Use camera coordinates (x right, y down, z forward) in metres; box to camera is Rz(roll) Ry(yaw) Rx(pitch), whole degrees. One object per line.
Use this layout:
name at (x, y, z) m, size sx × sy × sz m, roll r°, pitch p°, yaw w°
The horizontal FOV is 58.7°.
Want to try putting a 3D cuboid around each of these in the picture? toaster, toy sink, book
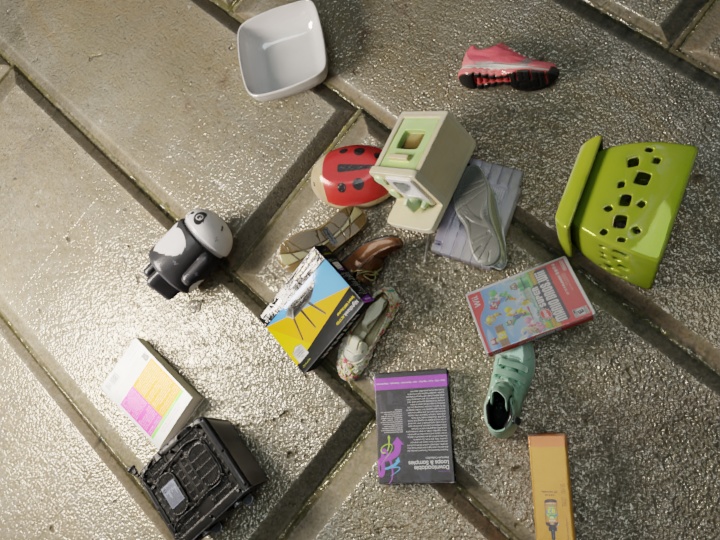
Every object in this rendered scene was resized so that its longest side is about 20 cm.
toaster at (-0.306, 0.393, 1.222) m, size 0.181 × 0.119 × 0.200 m, roll -42°, pitch 71°, yaw 2°
toy sink at (0.106, -0.191, 1.218) m, size 0.130 × 0.112 × 0.202 m, roll 16°, pitch 76°, yaw 49°
book at (-0.438, 0.254, 1.333) m, size 0.199 × 0.048 × 0.134 m, roll 38°, pitch 91°, yaw 21°

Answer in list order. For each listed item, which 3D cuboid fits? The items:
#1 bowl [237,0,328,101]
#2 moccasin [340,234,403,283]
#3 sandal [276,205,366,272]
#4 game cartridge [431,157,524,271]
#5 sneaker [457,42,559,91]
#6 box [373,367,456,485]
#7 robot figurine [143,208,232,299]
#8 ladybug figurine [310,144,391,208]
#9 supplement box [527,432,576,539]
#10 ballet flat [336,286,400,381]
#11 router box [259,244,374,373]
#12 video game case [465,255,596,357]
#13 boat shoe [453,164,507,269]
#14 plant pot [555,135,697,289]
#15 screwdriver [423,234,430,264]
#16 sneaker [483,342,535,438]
bowl at (-0.165, -0.472, 1.413) m, size 0.197 × 0.075 × 0.203 m, roll -14°, pitch 73°, yaw 11°
moccasin at (0.000, 0.000, 1.255) m, size 0.200 × 0.074 × 0.078 m, roll -32°, pitch 73°, yaw 7°
sandal at (-0.074, -0.059, 1.302) m, size 0.198 × 0.054 × 0.081 m, roll -33°, pitch 80°, yaw -1°
game cartridge at (0.229, -0.111, 1.240) m, size 0.128 × 0.038 × 0.203 m, roll 19°, pitch 83°, yaw 15°
sneaker at (0.295, -0.414, 1.271) m, size 0.197 × 0.074 × 0.088 m, roll 7°, pitch 78°, yaw 17°
box at (0.099, 0.287, 1.180) m, size 0.141 × 0.036 × 0.203 m, roll -6°, pitch 74°, yaw 15°
robot figurine at (-0.360, -0.037, 1.336) m, size 0.200 × 0.125 × 0.150 m, roll -43°, pitch 78°, yaw 2°
ladybug figurine at (-0.013, -0.197, 1.306) m, size 0.197 × 0.072 × 0.138 m, roll -4°, pitch 76°, yaw 14°
supplement box at (0.323, 0.378, 1.080) m, size 0.065 × 0.069 × 0.203 m, roll -4°, pitch 74°, yaw 15°
ballet flat at (0.007, 0.117, 1.231) m, size 0.075 × 0.064 × 0.202 m, roll 27°, pitch 86°, yaw 19°
router box at (-0.087, 0.074, 1.234) m, size 0.149 × 0.051 × 0.201 m, roll 46°, pitch 114°, yaw 16°
video game case at (0.301, 0.063, 1.153) m, size 0.197 × 0.018 × 0.144 m, roll -22°, pitch 45°, yaw 10°
boat shoe at (0.227, -0.100, 1.194) m, size 0.074 × 0.064 × 0.205 m, roll -26°, pitch 64°, yaw 28°
plant pot at (0.444, -0.105, 1.096) m, size 0.179 × 0.199 × 0.203 m, roll 20°, pitch 83°, yaw 25°
screwdriver at (0.146, -0.110, 1.267) m, size 0.029 × 0.028 × 0.204 m, roll 8°, pitch 80°, yaw -12°
sneaker at (0.261, 0.189, 1.113) m, size 0.073 × 0.118 × 0.204 m, roll 8°, pitch 78°, yaw 19°
